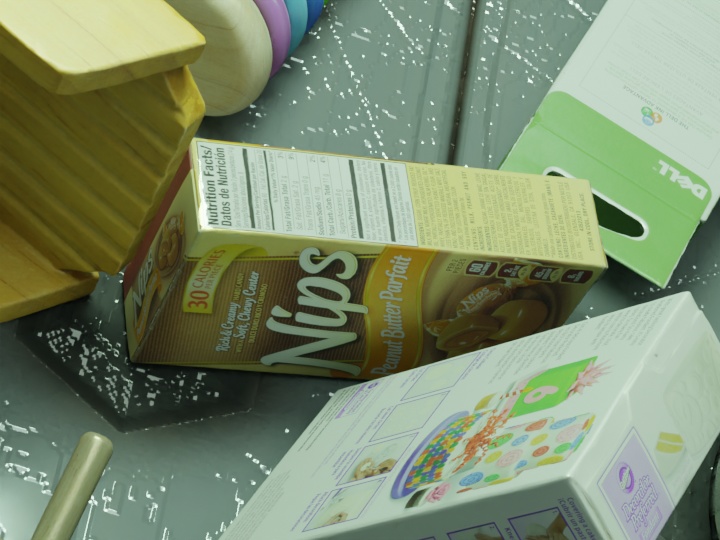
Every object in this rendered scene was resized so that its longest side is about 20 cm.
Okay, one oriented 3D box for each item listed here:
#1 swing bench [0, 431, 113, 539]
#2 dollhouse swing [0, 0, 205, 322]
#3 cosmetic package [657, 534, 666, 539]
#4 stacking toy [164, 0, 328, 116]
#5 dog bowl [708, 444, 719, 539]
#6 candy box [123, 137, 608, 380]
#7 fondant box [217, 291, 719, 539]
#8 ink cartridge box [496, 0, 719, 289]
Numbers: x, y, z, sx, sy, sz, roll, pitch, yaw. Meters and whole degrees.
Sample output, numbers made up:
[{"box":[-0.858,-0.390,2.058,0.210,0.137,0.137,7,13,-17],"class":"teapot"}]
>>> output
[{"box":[-0.237,0.128,1.105,0.199,0.130,0.200,27,57,-4],"class":"swing bench"},{"box":[-0.202,-0.046,1.187,0.182,0.200,0.176,40,51,6],"class":"dollhouse swing"},{"box":[0.053,0.188,1.198,0.090,0.107,0.200,40,50,7],"class":"cosmetic package"},{"box":[-0.035,-0.161,1.418,0.085,0.085,0.200,39,47,6],"class":"stacking toy"},{"box":[0.276,0.121,1.358,0.200,0.074,0.201,12,54,-16],"class":"dog bowl"},{"box":[0.000,0.000,1.295,0.199,0.116,0.055,4,55,-20],"class":"candy box"},{"box":[0.048,0.089,1.189,0.058,0.200,0.144,59,38,-16],"class":"fondant box"},{"box":[0.141,-0.067,1.436,0.104,0.059,0.200,33,51,1],"class":"ink cartridge box"}]
